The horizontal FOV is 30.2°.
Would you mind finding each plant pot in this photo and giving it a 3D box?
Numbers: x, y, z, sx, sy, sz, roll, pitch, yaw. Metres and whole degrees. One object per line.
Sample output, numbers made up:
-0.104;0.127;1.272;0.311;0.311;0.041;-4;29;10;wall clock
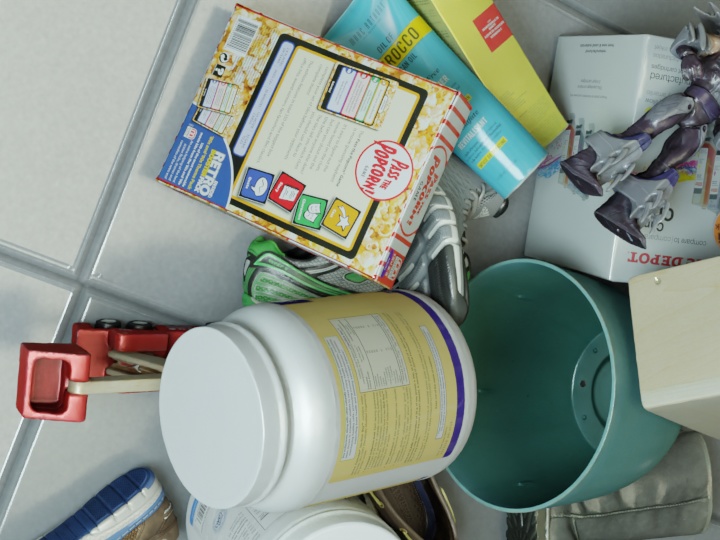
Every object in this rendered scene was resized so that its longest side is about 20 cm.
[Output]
0.180;0.099;1.121;0.160;0.200;0.203;8;96;-42;plant pot

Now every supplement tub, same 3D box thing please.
-0.029;0.092;0.961;0.199;0.145;0.147;-5;101;-42;supplement tub
-0.050;0.220;1.035;0.131;0.200;0.134;-5;104;-22;supplement tub

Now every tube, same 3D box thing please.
0.063;-0.145;1.072;0.200;0.050;0.078;44;110;1;tube

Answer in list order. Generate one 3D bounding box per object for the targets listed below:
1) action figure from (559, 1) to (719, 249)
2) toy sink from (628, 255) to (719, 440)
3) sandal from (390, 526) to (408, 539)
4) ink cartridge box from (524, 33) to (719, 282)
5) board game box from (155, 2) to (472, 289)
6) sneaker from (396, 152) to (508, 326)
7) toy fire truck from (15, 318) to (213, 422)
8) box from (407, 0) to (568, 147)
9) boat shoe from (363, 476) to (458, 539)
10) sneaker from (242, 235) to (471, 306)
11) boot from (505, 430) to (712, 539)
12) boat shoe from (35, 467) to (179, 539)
0.251;-0.115;1.021;0.200;0.069;0.130;-45;117;-6;action figure
0.313;0.059;1.055;0.199;0.129;0.113;23;59;-52;toy sink
-0.026;0.293;1.120;0.057;0.080;0.201;36;101;-24;sandal
0.247;-0.091;1.142;0.144;0.144;0.202;5;97;-23;ink cartridge box
-0.037;-0.096;1.011;0.199;0.046;0.153;25;89;20;board game box
0.081;-0.040;1.079;0.114;0.075;0.202;6;55;-33;sneaker
-0.161;0.073;1.000;0.198;0.141;0.049;3;97;-22;toy fire truck
0.090;-0.187;1.101;0.050;0.075;0.201;-39;109;-13;box
0.020;0.159;1.124;0.072;0.059;0.201;-40;113;-34;boat shoe
0.000;0.000;1.090;0.198;0.078;0.086;-7;100;-21;sneaker
0.231;0.243;1.236;0.198;0.072;0.184;-1;101;-29;boot
-0.226;0.242;1.038;0.199;0.072;0.073;-35;111;-14;boat shoe
